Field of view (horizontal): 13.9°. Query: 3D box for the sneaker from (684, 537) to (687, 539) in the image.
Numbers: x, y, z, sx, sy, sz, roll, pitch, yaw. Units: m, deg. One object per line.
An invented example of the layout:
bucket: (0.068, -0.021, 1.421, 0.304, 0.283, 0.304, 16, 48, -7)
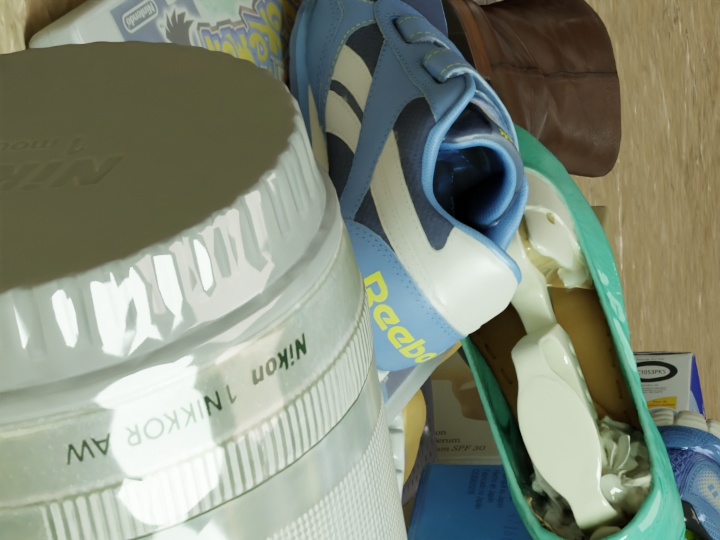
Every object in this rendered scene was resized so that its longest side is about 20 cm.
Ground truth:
sneaker: (0.107, 0.189, 1.110, 0.081, 0.076, 0.201, 81, 7, -46)

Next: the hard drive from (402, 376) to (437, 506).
hard drive: (-0.003, 0.002, 1.274, 0.135, 0.042, 0.202, -30, 115, -75)

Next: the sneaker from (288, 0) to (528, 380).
sneaker: (0.022, -0.046, 1.035, 0.074, 0.082, 0.201, 43, 34, -38)

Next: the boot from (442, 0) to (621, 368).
boot: (0.083, -0.043, 1.345, 0.200, 0.064, 0.188, -6, 83, -68)

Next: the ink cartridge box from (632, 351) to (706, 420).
ink cartridge box: (0.107, 0.117, 1.509, 0.077, 0.135, 0.201, 73, 20, -51)

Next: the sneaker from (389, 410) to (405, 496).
sneaker: (-0.022, 0.125, 1.116, 0.088, 0.080, 0.202, 25, 68, -81)

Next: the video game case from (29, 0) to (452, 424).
video game case: (-0.028, -0.031, 1.044, 0.183, 0.023, 0.200, 63, 26, -10)

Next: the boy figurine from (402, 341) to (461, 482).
boy figurine: (0.000, 0.000, 1.168, 0.064, 0.124, 0.202, -1, -86, 59)

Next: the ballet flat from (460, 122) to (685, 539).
ballet flat: (0.065, 0.021, 1.054, 0.070, 0.067, 0.201, 57, 12, -70)

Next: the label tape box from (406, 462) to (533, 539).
label tape box: (0.044, 0.194, 1.105, 0.143, 0.066, 0.201, -74, 164, -64)

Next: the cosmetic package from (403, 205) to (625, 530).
cosmetic package: (0.068, 0.055, 1.434, 0.201, 0.104, 0.071, -78, 161, -52)

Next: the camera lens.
camera lens: (-0.069, 0.063, 0.738, 0.160, 0.159, 0.201, -68, 152, -60)

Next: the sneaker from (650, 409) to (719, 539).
sneaker: (0.135, 0.167, 1.359, 0.089, 0.078, 0.201, -70, 161, -57)

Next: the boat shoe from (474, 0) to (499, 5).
boat shoe: (0.030, -0.091, 1.393, 0.068, 0.072, 0.201, 38, 52, -48)
